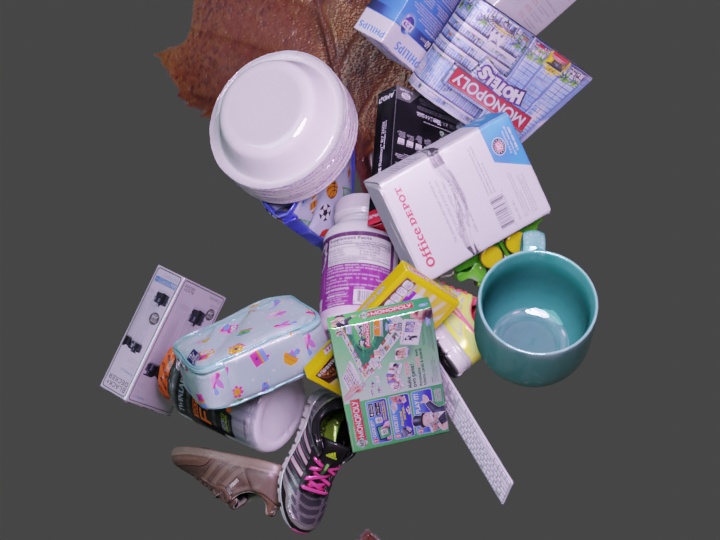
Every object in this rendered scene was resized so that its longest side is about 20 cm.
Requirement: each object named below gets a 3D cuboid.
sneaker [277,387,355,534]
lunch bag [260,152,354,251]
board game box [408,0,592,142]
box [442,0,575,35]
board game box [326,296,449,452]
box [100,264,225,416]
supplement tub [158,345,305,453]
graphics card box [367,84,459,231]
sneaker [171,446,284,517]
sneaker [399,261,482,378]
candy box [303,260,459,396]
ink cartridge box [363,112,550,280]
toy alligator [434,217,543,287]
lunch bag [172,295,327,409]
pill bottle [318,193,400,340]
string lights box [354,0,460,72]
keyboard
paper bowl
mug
[{"bbox_3d":[-0.054,0.257,1.680,0.087,0.073,0.202,-12,59,62],"label":"sneaker"},{"bbox_3d":[-0.084,-0.143,1.789,0.122,0.170,0.203,-11,70,21],"label":"lunch bag"},{"bbox_3d":[0.175,-0.239,1.686,0.201,0.199,0.062,-55,20,15],"label":"board game box"},{"bbox_3d":[0.206,-0.390,1.736,0.200,0.124,0.098,-40,58,12],"label":"box"},{"bbox_3d":[0.038,0.137,1.597,0.133,0.202,0.029,-11,32,-2],"label":"board game box"},{"bbox_3d":[-0.295,0.107,1.857,0.060,0.116,0.202,22,86,33],"label":"box"},{"bbox_3d":[-0.186,0.172,1.770,0.198,0.122,0.124,18,83,33],"label":"supplement tub"},{"bbox_3d":[0.078,-0.144,1.723,0.051,0.124,0.203,-16,64,54],"label":"graphics card box"},{"bbox_3d":[-0.194,0.298,1.763,0.198,0.070,0.077,5,77,31],"label":"sneaker"},{"bbox_3d":[0.118,0.051,1.676,0.090,0.078,0.201,-27,56,-6],"label":"sneaker"},{"bbox_3d":[0.027,0.085,1.602,0.200,0.102,0.027,-48,36,18],"label":"candy box"},{"bbox_3d":[0.126,-0.097,1.624,0.199,0.084,0.146,-29,103,-10],"label":"ink cartridge box"},{"bbox_3d":[0.166,-0.006,1.654,0.199,0.059,0.055,-31,99,-6],"label":"toy alligator"},{"bbox_3d":[-0.153,0.105,1.661,0.198,0.078,0.160,-22,23,-17],"label":"lunch bag"},{"bbox_3d":[0.000,0.000,1.724,0.111,0.112,0.202,-10,62,26],"label":"pill bottle"},{"bbox_3d":[0.087,-0.380,1.665,0.059,0.103,0.201,35,93,34],"label":"string lights box"},{"bbox_3d":[0.142,0.208,1.615,0.011,0.057,0.201,-21,58,-17],"label":"keyboard"},{"bbox_3d":[-0.110,-0.200,1.668,0.198,0.104,0.203,-6,72,17],"label":"paper bowl"},{"bbox_3d":[0.227,0.058,1.572,0.151,0.115,0.185,30,61,20],"label":"mug"}]
